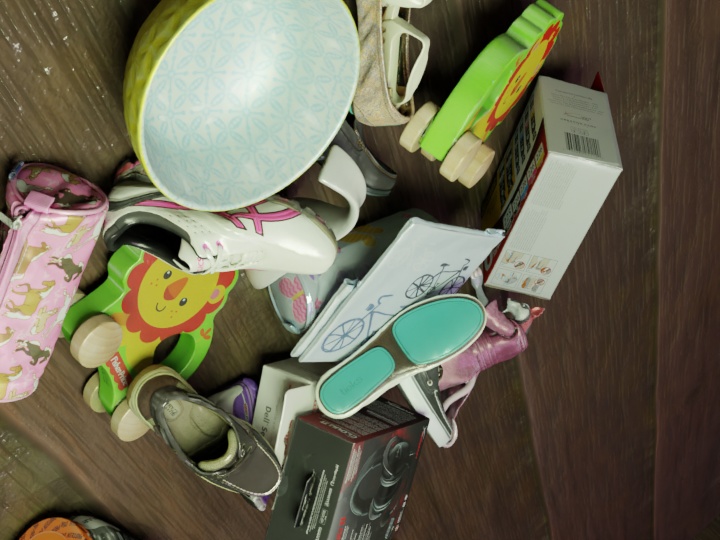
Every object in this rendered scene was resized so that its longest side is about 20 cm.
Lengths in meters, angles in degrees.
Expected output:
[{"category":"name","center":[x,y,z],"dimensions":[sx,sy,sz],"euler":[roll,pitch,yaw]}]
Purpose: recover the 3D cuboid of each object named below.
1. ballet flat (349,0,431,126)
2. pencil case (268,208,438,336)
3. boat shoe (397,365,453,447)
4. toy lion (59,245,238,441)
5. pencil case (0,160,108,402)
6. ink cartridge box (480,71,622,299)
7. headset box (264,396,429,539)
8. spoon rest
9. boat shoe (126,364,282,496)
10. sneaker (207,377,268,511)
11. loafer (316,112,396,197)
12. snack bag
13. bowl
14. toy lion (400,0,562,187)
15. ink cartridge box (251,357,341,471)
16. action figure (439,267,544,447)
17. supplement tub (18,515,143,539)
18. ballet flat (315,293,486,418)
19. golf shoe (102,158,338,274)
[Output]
[{"category":"ballet flat","center":[0.031,-0.220,0.930],"dimensions":[0.068,0.067,0.201],"euler":[-37,137,-47]},{"category":"pencil case","center":[0.000,0.000,1.137],"dimensions":[0.199,0.083,0.091],"euler":[-19,124,-32]},{"category":"boat shoe","center":[0.065,0.113,1.254],"dimensions":[0.056,0.069,0.201],"euler":[-30,104,-5]},{"category":"toy lion","center":[-0.188,0.038,1.010],"dimensions":[0.191,0.069,0.201],"euler":[-39,146,-23]},{"category":"pencil case","center":[-0.272,0.013,0.871],"dimensions":[0.086,0.083,0.201],"euler":[10,119,-32]},{"category":"ink cartridge box","center":[0.202,-0.103,1.192],"dimensions":[0.083,0.176,0.201],"euler":[12,134,-8]},{"category":"headset box","center":[-0.016,0.227,1.153],"dimensions":[0.200,0.077,0.150],"euler":[-2,109,-62]},{"category":"spoon rest","center":[-0.052,-0.043,0.988],"dimensions":[0.200,0.060,0.100],"euler":[-37,-152,55]},{"category":"boat shoe","center":[-0.140,0.166,1.018],"dimensions":[0.073,0.065,0.200],"euler":[-49,127,-3]},{"category":"sneaker","center":[-0.122,0.199,1.222],"dimensions":[0.083,0.080,0.201],"euler":[-37,145,-25]},{"category":"loafer","center":[-0.018,-0.126,1.005],"dimensions":[0.073,0.073,0.200],"euler":[-55,146,6]},{"category":"snack bag","center":[0.042,0.021,1.108],"dimensions":[0.188,0.021,0.200],"euler":[5,130,-53]},{"category":"bowl","center":[-0.108,-0.159,0.842],"dimensions":[0.199,0.108,0.201],"euler":[-27,141,-24]},{"category":"toy lion","center":[0.131,-0.180,1.055],"dimensions":[0.192,0.068,0.200],"euler":[-55,171,9]},{"category":"ink cartridge box","center":[-0.059,0.158,1.188],"dimensions":[0.200,0.067,0.118],"euler":[-7,112,-60]},{"category":"action figure","center":[0.145,0.098,1.343],"dimensions":[0.199,0.149,0.134],"euler":[-26,140,-1]},{"category":"supplement tub","center":[-0.279,0.338,1.156],"dimensions":[0.122,0.123,0.200],"euler":[-42,145,-4]},{"category":"ballet flat","center":[0.039,0.087,1.126],"dimensions":[0.199,0.070,0.070],"euler":[-32,144,-4]},{"category":"golf shoe","center":[-0.118,-0.023,0.902],"dimensions":[0.198,0.093,0.073],"euler":[14,138,-7]}]
